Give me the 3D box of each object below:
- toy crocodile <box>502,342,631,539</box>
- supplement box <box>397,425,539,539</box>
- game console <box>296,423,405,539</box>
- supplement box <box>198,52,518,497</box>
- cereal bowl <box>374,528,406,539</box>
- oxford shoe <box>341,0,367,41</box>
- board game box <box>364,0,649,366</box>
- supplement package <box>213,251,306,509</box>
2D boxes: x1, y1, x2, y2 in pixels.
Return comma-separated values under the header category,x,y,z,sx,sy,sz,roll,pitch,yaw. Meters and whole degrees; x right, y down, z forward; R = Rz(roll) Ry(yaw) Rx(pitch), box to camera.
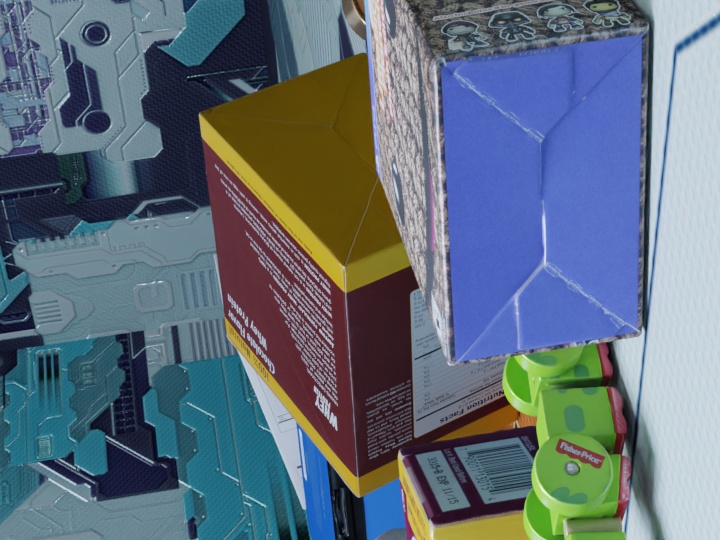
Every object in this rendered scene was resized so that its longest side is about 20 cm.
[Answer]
category,x,y,z,sx,sy,sz,roll,pitch,yaw
toy crocodile,0.109,0.076,0.828,0.068,0.061,0.202,90,175,-58
supplement box,0.088,0.211,0.964,0.131,0.102,0.203,-123,25,-75
game console,0.024,0.170,1.350,0.171,0.117,0.202,-128,29,-59
supplement box,0.000,0.000,1.101,0.197,0.132,0.202,46,149,43
cereal bowl,0.042,0.282,1.110,0.200,0.082,0.203,10,-90,-67
oxford shoe,0.019,-0.277,1.258,0.071,0.071,0.202,-42,51,49
board game box,0.066,-0.079,0.803,0.201,0.096,0.161,-108,11,-58
supplement package,-0.025,0.072,1.467,0.152,0.149,0.202,-111,0,-64
